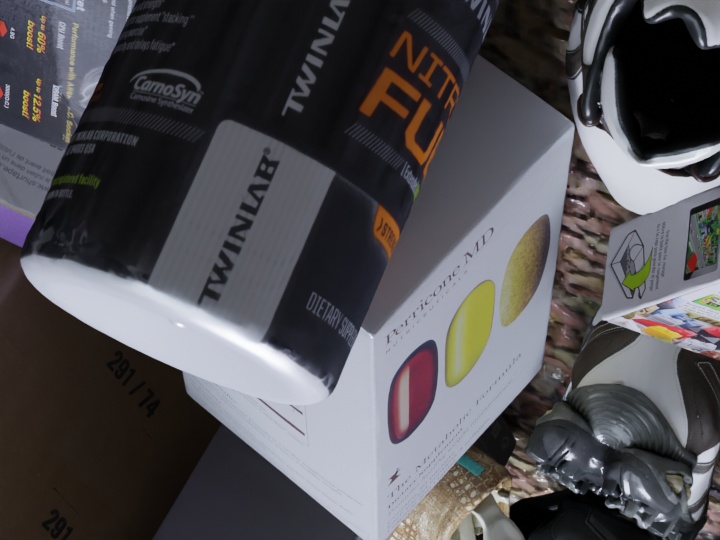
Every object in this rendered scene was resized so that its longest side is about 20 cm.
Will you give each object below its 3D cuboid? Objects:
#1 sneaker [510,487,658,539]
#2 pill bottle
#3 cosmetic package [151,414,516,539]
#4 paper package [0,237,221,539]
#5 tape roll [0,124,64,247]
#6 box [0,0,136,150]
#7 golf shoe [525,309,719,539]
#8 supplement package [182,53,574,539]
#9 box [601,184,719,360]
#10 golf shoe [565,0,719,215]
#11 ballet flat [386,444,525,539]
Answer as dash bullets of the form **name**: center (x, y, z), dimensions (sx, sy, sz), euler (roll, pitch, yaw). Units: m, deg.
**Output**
- **sneaker**: center (0.104, 0.139, 1.049), dimensions (0.090, 0.067, 0.200), euler (40, 170, 6)
- **pill bottle**: center (-0.020, -0.068, 0.707), dimensions (0.106, 0.201, 0.106), euler (22, 168, 5)
- **cosmetic package**: center (-0.024, 0.125, 1.020), dimensions (0.107, 0.200, 0.090), euler (8, 144, 35)
- **paper package**: center (-0.145, 0.080, 1.073), dimensions (0.103, 0.191, 0.200), euler (-2, 139, 45)
- **tape roll**: center (-0.133, -0.085, 0.935), dimensions (0.200, 0.066, 0.200), euler (24, 151, 14)
- **box**: center (-0.120, -0.147, 0.768), dimensions (0.157, 0.050, 0.201), euler (21, 128, 15)
- **golf shoe**: center (0.118, 0.054, 0.902), dimensions (0.078, 0.095, 0.200), euler (27, 176, 6)
- **supplement package**: center (0.000, 0.000, 0.854), dimensions (0.109, 0.114, 0.200), euler (37, 160, 18)
- **box**: center (0.192, 0.017, 0.747), dimensions (0.199, 0.035, 0.110), euler (19, 158, -26)
- **golf shoe**: center (0.095, -0.062, 0.730), dimensions (0.078, 0.095, 0.200), euler (23, 152, 11)
- **ballet flat**: center (0.050, 0.158, 0.985), dimensions (0.065, 0.070, 0.201), euler (16, 134, 39)
